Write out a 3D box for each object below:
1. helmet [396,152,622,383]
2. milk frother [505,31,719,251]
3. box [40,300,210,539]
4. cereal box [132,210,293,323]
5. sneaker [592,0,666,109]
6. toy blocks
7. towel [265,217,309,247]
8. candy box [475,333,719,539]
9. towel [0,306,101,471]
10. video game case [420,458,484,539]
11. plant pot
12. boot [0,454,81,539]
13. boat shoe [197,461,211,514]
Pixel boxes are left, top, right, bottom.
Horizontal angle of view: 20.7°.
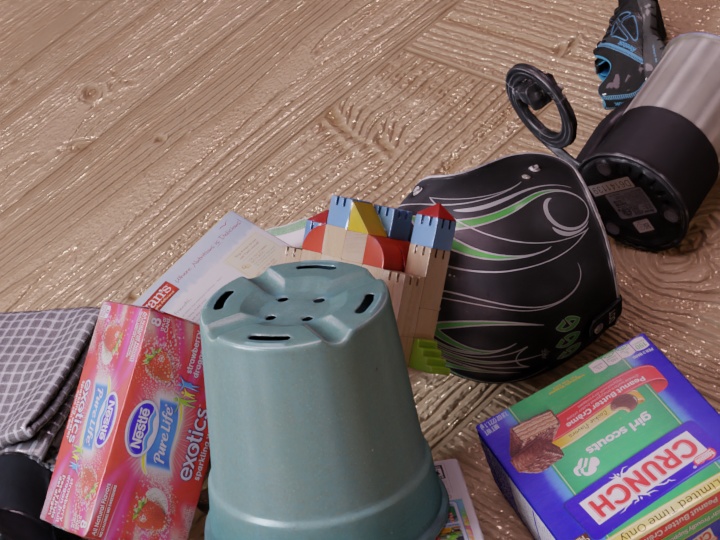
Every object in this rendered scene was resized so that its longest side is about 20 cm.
[{"bbox_3d":[0.115,0.003,1.736,0.190,0.201,0.200,-16,36,-7],"label":"helmet"},{"bbox_3d":[0.255,-0.155,1.843,0.180,0.201,0.188,6,46,39],"label":"milk frother"},{"bbox_3d":[-0.188,0.136,1.689,0.095,0.099,0.201,7,79,57],"label":"box"},{"bbox_3d":[-0.095,0.040,1.793,0.200,0.040,0.144,31,65,34],"label":"cereal box"},{"bbox_3d":[0.276,-0.241,2.038,0.082,0.073,0.200,-16,37,14],"label":"sneaker"},{"bbox_3d":[0.000,0.000,1.667,0.199,0.100,0.138,13,93,43],"label":"toy blocks"},{"bbox_3d":[-0.081,-0.005,1.929,0.148,0.031,0.200,-17,18,14],"label":"towel"},{"bbox_3d":[0.210,0.164,1.579,0.169,0.077,0.200,-29,38,-7],"label":"candy box"},{"bbox_3d":[-0.329,0.121,1.922,0.165,0.086,0.200,-3,42,27],"label":"towel"},{"bbox_3d":[-0.004,0.217,1.561,0.199,0.024,0.182,-9,25,-3],"label":"video game case"},{"bbox_3d":[-0.039,0.110,1.539,0.199,0.197,0.200,-6,26,3],"label":"plant pot"},{"bbox_3d":[-0.321,0.217,1.712,0.077,0.200,0.168,-54,28,13],"label":"boot"},{"bbox_3d":[-0.108,0.136,1.796,0.072,0.068,0.201,-3,44,37],"label":"boat shoe"}]
